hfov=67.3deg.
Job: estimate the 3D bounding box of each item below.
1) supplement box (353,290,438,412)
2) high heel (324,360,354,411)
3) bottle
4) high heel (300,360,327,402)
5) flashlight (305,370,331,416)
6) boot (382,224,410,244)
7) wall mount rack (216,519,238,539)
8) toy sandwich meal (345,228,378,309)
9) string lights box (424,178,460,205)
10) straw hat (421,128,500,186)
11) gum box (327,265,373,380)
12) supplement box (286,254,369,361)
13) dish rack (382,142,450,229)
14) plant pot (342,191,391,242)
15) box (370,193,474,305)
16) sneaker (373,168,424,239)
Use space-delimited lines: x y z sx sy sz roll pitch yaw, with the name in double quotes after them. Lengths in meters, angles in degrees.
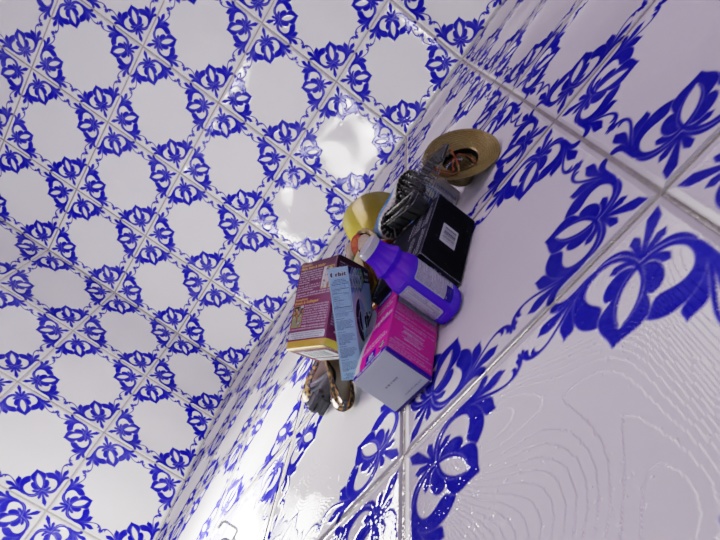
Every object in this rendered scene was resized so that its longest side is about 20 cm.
0.070 0.129 0.968 0.102 0.103 0.201 -50 10 33 "supplement box"
-0.043 0.202 1.189 0.142 0.070 0.205 151 116 -77 "high heel"
0.088 0.013 0.962 0.065 0.198 0.084 -49 13 29 "bottle"
-0.112 0.254 1.456 0.143 0.071 0.201 -44 23 24 "high heel"
-0.060 0.252 1.317 0.202 0.067 0.068 -62 19 -4 "flashlight"
0.058 -0.031 1.343 0.199 0.075 0.108 -36 25 49 "boot"
-0.349 0.692 1.263 0.176 0.074 0.200 -59 10 -12 "wall mount rack"
0.000 0.000 1.294 0.204 0.069 0.210 11 103 60 "toy sandwich meal"
0.159 -0.158 1.422 0.200 0.102 0.059 -46 13 42 "string lights box"
0.249 -0.258 1.342 0.086 0.197 0.203 72 -145 -45 "straw hat"
-0.010 0.098 1.052 0.170 0.044 0.204 8 -106 -77 "gum box"
-0.070 0.084 1.173 0.130 0.102 0.204 -12 61 44 "supplement box"
0.129 -0.194 1.207 0.153 0.054 0.203 -33 31 64 "dish rack"
0.055 -0.110 1.612 0.201 0.197 0.143 -50 37 30 "plant pot"
0.132 -0.022 1.131 0.182 0.103 0.202 -45 15 44 "box"
0.084 -0.162 1.314 0.202 0.078 0.090 -57 18 -20 "sneaker"
